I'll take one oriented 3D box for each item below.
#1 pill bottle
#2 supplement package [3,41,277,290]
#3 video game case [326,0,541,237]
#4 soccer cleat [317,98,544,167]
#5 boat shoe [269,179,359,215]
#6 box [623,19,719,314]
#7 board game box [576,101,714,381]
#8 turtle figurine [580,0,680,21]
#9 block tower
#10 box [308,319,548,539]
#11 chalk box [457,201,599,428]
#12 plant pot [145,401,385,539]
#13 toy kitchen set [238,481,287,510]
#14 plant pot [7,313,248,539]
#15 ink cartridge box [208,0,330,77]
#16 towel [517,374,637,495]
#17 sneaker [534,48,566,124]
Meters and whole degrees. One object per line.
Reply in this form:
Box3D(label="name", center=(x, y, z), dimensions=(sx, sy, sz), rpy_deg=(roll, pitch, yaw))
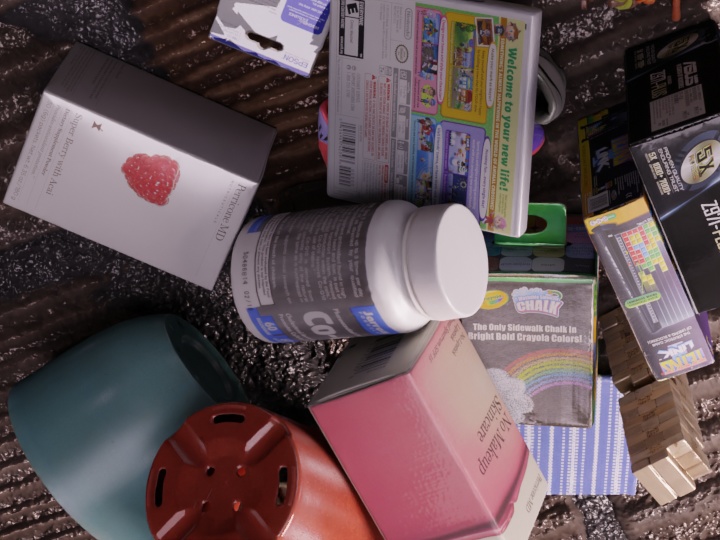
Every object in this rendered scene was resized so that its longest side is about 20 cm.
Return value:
Box3D(label="pill bottle", center=(0.000, 0.000, 1.584), dimensions=(0.199, 0.114, 0.114), rpy_deg=(-6, 119, 31))
Box3D(label="supplement package", center=(-0.192, -0.093, 1.646), dimensions=(0.199, 0.120, 0.122), rpy_deg=(23, 117, -6))
Box3D(label="video game case", center=(0.058, -0.137, 1.559), dimensions=(0.181, 0.022, 0.201), rpy_deg=(13, 119, 21))
Box3D(label="soccer cleat", center=(0.059, -0.120, 1.630), dimensions=(0.199, 0.067, 0.077), rpy_deg=(-3, 129, 14))
Box3D(label="boat shoe", center=(0.019, -0.047, 1.678), dimensions=(0.199, 0.076, 0.072), rpy_deg=(-6, 121, 20))
Box3D(label="box", center=(0.286, -0.089, 1.544), dimensions=(0.086, 0.200, 0.164), rpy_deg=(-19, 114, 16))
Box3D(label="board game box", center=(0.241, -0.029, 1.583), dimensions=(0.057, 0.200, 0.166), rpy_deg=(-22, 114, 16))
Box3D(label="turtle figurine", center=(0.183, -0.244, 1.523), dimensions=(0.161, 0.200, 0.065), rpy_deg=(11, 79, 25))
Box3D(label="block tower", center=(0.262, 0.112, 1.662), dimensions=(0.054, 0.200, 0.058), rpy_deg=(-28, 127, 19))
Box3D(label="box", center=(0.062, 0.152, 1.609), dimensions=(0.109, 0.128, 0.200), rpy_deg=(-21, 108, 28))
Box3D(label="chalk box", center=(0.151, 0.023, 1.667), dimensions=(0.124, 0.124, 0.201), rpy_deg=(2, 118, 7))
Box3D(label="plant pot", center=(-0.077, 0.212, 1.623), dimensions=(0.200, 0.201, 0.195), rpy_deg=(-22, 152, 17))
Box3D(label="toy kitchen set", center=(-0.015, 0.279, 1.757), dimensions=(0.163, 0.181, 0.200), rpy_deg=(6, 125, -34))
Box3D(label="plant pot", center=(-0.200, 0.136, 1.736), dimensions=(0.161, 0.201, 0.201), rpy_deg=(-38, 108, 10))
Box3D(label="ink cartridge box", center=(-0.052, -0.272, 1.580), dimensions=(0.099, 0.039, 0.200), rpy_deg=(22, 117, -5))
Box3D(label="towel", center=(0.168, 0.155, 1.787), dimensions=(0.199, 0.024, 0.145), rpy_deg=(0, 123, 5))
Box3D(label="sneaker", center=(0.089, -0.186, 1.578), dimensions=(0.199, 0.089, 0.074), rpy_deg=(26, 110, -7))
